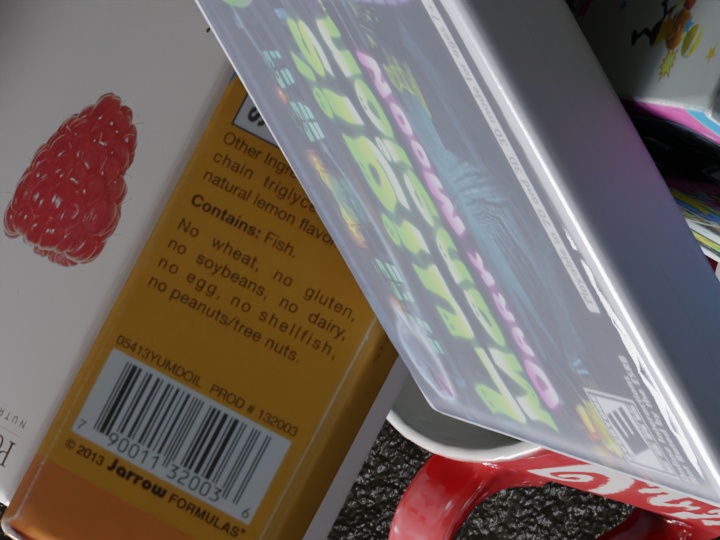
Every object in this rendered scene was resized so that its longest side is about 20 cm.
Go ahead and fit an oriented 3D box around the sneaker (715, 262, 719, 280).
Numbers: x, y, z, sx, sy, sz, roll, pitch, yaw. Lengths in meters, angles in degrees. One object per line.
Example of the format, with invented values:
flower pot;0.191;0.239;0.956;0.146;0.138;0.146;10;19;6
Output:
sneaker;0.201;0.030;0.904;0.199;0.078;0.112;24;172;-39

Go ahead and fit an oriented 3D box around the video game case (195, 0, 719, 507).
video game case;0.003;-0.048;0.618;0.201;0.023;0.182;60;167;-12

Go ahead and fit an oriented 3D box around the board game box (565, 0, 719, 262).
board game box;0.102;-0.033;0.625;0.147;0.065;0.200;28;177;-18

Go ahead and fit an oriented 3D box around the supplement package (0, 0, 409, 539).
supplement package;-0.051;-0.020;0.882;0.120;0.201;0.121;29;176;-43

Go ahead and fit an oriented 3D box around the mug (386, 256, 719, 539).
mug;0.094;0.038;1.070;0.200;0.177;0.134;23;-145;-48

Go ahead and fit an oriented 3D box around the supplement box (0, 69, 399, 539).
supplement box;-0.014;-0.008;0.754;0.069;0.201;0.067;29;177;7
